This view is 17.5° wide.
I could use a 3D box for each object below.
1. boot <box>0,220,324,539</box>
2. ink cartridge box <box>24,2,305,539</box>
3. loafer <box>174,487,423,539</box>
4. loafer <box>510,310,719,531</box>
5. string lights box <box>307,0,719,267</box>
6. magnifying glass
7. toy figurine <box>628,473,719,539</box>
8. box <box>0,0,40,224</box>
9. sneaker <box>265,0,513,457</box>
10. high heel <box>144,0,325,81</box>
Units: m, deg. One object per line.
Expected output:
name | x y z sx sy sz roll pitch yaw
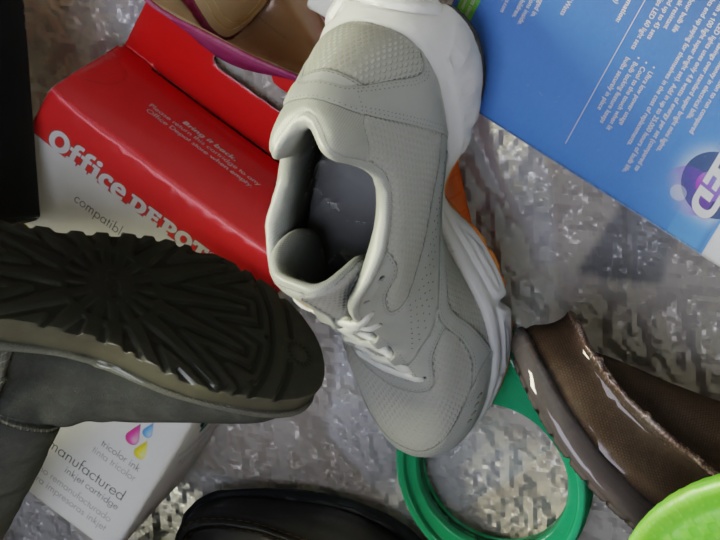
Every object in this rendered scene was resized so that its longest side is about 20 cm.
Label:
boot | -0.128 0.070 0.887 0.180 0.073 0.201 16 130 -14
ink cartridge box | -0.088 -0.003 0.925 0.116 0.067 0.201 35 119 6
loafer | 0.008 0.148 0.943 0.199 0.072 0.073 20 118 15
loafer | 0.139 0.079 0.870 0.200 0.073 0.071 42 96 -9
string lights box | 0.092 -0.089 0.820 0.199 0.059 0.103 33 120 8
magnifying glass | 0.041 0.027 0.912 0.079 0.022 0.202 -5 110 25
toy figurine | 0.152 0.198 0.762 0.149 0.185 0.200 -21 122 38
box | -0.237 -0.086 0.886 0.199 0.124 0.150 7 104 38
sneaker | 0.000 0.000 0.834 0.075 0.092 0.201 14 134 28
high heel | -0.056 -0.110 0.804 0.096 0.200 0.068 38 86 10
